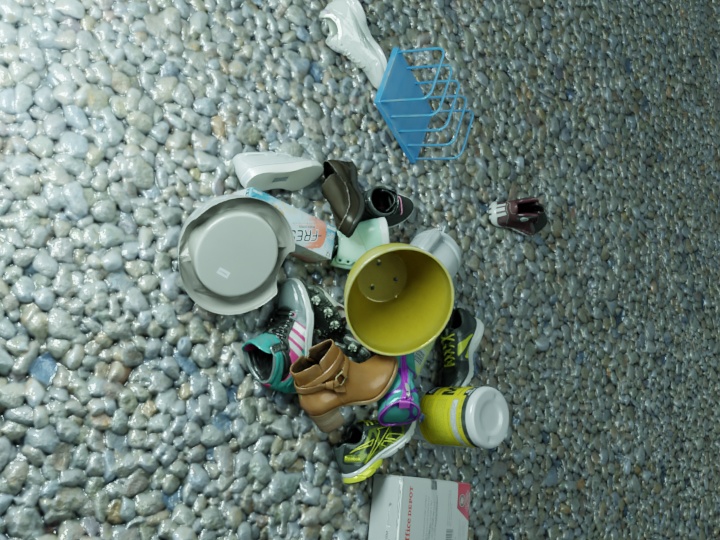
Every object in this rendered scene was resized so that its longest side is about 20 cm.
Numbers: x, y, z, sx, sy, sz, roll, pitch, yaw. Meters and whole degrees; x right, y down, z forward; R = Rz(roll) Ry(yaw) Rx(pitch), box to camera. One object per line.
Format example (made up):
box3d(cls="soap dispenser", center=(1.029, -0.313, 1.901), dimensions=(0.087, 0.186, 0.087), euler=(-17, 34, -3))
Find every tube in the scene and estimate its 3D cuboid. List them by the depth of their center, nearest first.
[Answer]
box3d(cls="tube", center=(0.132, 0.131, 1.688), dimensions=(0.052, 0.058, 0.201), euler=(31, 56, 1))

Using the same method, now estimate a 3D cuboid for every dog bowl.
box3d(cls="dog bowl", center=(-0.208, -0.032, 1.350), dimensions=(0.197, 0.059, 0.203), euler=(-11, 116, -23))

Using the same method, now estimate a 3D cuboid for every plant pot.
box3d(cls="plant pot", center=(0.054, 0.032, 1.494), dimensions=(0.197, 0.142, 0.203), euler=(-5, 111, -12))

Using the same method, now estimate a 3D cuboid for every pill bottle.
box3d(cls="pill bottle", center=(0.179, 0.283, 1.599), dimensions=(0.113, 0.199, 0.116), euler=(7, 79, -40))

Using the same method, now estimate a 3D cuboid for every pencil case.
box3d(cls="pencil case", center=(0.069, 0.190, 1.548), dimensions=(0.084, 0.093, 0.202), euler=(17, 45, -21))

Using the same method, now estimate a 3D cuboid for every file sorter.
box3d(cls="file sorter", center=(0.136, -0.332, 1.673), dimensions=(0.200, 0.121, 0.140), euler=(51, 52, -50))

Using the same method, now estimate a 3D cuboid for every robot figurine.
box3d(cls="robot figurine", center=(0.132, -0.003, 1.656), dimensions=(0.201, 0.112, 0.171), euler=(-53, 159, -39))

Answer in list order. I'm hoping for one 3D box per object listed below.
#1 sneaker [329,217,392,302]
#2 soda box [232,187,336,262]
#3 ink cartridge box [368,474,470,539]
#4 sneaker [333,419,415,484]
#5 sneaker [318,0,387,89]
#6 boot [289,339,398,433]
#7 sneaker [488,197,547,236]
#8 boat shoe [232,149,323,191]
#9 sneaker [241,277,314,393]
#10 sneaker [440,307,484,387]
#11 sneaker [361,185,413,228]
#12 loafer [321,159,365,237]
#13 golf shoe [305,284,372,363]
box3d(cls="sneaker", center=(0.000, 0.000, 1.590), dimensions=(0.116, 0.074, 0.203), euler=(-8, 113, -4))
box3d(cls="soda box", center=(-0.138, -0.077, 1.463), dimensions=(0.199, 0.068, 0.064), euler=(23, 69, -38))
box3d(cls="ink cartridge box", center=(0.114, 0.475, 1.589), dimensions=(0.198, 0.084, 0.148), euler=(18, 71, -40))
box3d(cls="sneaker", center=(0.029, 0.306, 1.536), dimensions=(0.200, 0.074, 0.085), euler=(-40, 109, -38))
box3d(cls="sneaker", center=(-0.014, -0.444, 1.647), dimensions=(0.099, 0.075, 0.202), euler=(-35, 110, -15))
box3d(cls="boot", center=(-0.029, 0.171, 1.443), dimensions=(0.199, 0.077, 0.156), euler=(-35, 126, -15))
box3d(cls="sneaker", center=(0.399, -0.127, 1.916), dimensions=(0.198, 0.115, 0.077), euler=(2, 82, -41))
box3d(cls="boat shoe", center=(-0.148, -0.185, 1.478), dimensions=(0.199, 0.072, 0.069), euler=(-16, 66, -46))
box3d(cls="sneaker", center=(-0.148, 0.111, 1.422), dimensions=(0.120, 0.083, 0.203), euler=(6, 80, -50))
box3d(cls="sneaker", center=(0.193, 0.167, 1.723), dimensions=(0.085, 0.074, 0.202), euler=(42, 49, -26))
box3d(cls="sneaker", center=(0.057, -0.125, 1.625), dimensions=(0.198, 0.099, 0.072), euler=(-6, 85, -43))
box3d(cls="loafer", center=(-0.042, -0.136, 1.528), dimensions=(0.071, 0.073, 0.201), euler=(17, 34, -22))
box3d(cls="golf shoe", center=(-0.047, 0.091, 1.527), dimensions=(0.201, 0.076, 0.089), euler=(53, 33, -28))
